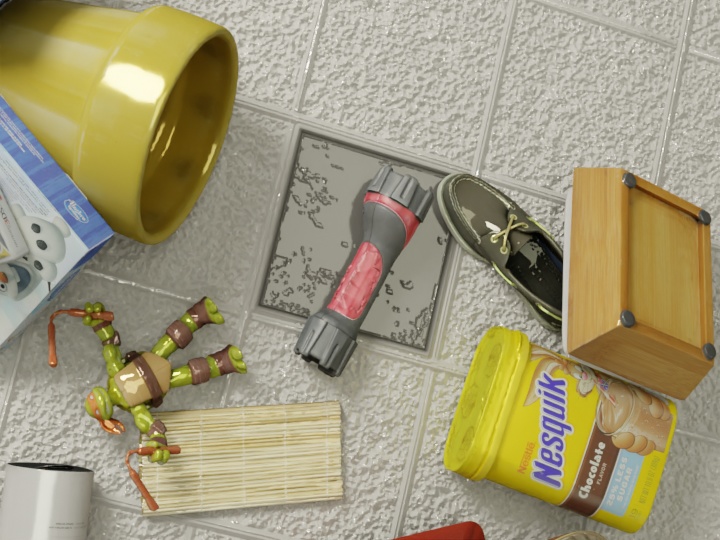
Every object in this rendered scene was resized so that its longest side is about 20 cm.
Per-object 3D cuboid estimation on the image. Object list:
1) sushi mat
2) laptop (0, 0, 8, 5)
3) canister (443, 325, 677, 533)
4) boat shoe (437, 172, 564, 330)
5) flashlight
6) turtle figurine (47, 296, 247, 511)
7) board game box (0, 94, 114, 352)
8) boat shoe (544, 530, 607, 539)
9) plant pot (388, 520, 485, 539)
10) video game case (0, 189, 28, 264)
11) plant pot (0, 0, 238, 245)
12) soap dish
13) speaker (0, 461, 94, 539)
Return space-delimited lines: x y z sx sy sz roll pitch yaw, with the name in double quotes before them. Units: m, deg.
"sushi mat" -0.114 0.179 1.031 0.196 0.012 0.098 -2 86 -12
"laptop" -0.340 -0.279 0.927 0.198 0.117 0.188 29 51 4
"canister" 0.199 0.159 1.060 0.197 0.086 0.151 22 81 -10
"boat shoe" 0.159 -0.023 1.082 0.072 0.060 0.202 -44 94 -13
"flashlight" 0.000 0.000 1.044 0.067 0.068 0.202 31 79 -8
"turtle figurine" -0.189 0.105 0.997 0.160 0.064 0.202 -27 82 -20
"board game box" -0.334 -0.050 0.927 0.201 0.198 0.043 51 35 -3
"boat shoe" 0.151 0.304 1.043 0.197 0.068 0.073 -18 77 5
"plant pot" 0.031 0.355 0.932 0.196 0.176 0.204 -14 88 7
"video game case" -0.386 -0.077 0.901 0.023 0.197 0.184 -43 116 -54
"plant pot" -0.233 -0.150 0.957 0.186 0.201 0.204 22 80 6
"soap dish" 0.274 0.007 1.051 0.156 0.081 0.203 21 61 -26
"speaker" -0.287 0.273 0.952 0.080 0.081 0.204 7 83 -11
